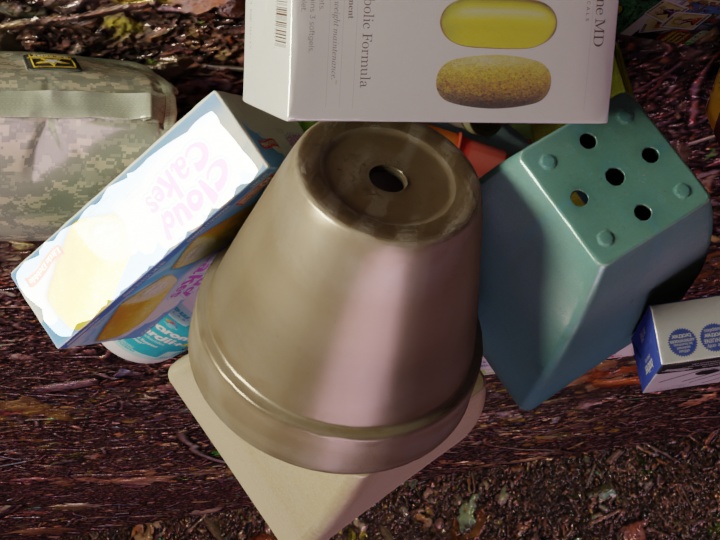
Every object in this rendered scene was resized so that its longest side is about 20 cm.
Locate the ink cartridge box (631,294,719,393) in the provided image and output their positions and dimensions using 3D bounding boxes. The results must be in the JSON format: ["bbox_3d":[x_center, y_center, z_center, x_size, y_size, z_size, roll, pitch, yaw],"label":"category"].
[{"bbox_3d":[0.290,0.040,0.882,0.199,0.044,0.094,-9,163,2],"label":"ink cartridge box"}]

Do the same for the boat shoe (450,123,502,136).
[{"bbox_3d":[0.053,-0.146,0.944,0.068,0.075,0.200,17,-179,26],"label":"boat shoe"}]

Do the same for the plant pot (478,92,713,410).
[{"bbox_3d":[0.146,-0.023,0.888,0.141,0.141,0.200,-30,164,-16],"label":"plant pot"}]

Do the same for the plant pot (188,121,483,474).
[{"bbox_3d":[0.000,0.000,0.839,0.200,0.200,0.174,1,137,-18],"label":"plant pot"}]

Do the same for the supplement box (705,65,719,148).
[{"bbox_3d":[0.358,-0.088,0.947,0.133,0.200,0.197,-18,162,1],"label":"supplement box"}]

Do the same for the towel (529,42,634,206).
[{"bbox_3d":[0.186,-0.071,1.025,0.086,0.200,0.018,-13,-168,21],"label":"towel"}]

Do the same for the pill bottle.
[{"bbox_3d":[-0.134,0.001,1.055,0.111,0.111,0.200,9,158,-36],"label":"pill bottle"}]

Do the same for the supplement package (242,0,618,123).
[{"bbox_3d":[0.040,-0.148,0.781,0.200,0.114,0.110,-2,-166,-18],"label":"supplement package"}]

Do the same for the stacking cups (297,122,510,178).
[{"bbox_3d":[0.013,-0.103,0.977,0.200,0.061,0.061,14,160,-4],"label":"stacking cups"}]

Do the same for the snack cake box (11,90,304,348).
[{"bbox_3d":[-0.129,-0.033,0.909,0.200,0.067,0.115,-39,168,17],"label":"snack cake box"}]

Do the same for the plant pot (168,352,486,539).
[{"bbox_3d":[-0.013,0.092,1.072,0.200,0.200,0.177,-33,175,-22],"label":"plant pot"}]

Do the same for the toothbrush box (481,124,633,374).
[{"bbox_3d":[0.149,-0.021,1.127,0.145,0.200,0.086,-9,164,10],"label":"toothbrush box"}]

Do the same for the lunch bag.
[{"bbox_3d":[-0.228,-0.094,0.936,0.164,0.118,0.200,0,166,-21],"label":"lunch bag"}]

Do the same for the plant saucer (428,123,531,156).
[{"bbox_3d":[0.059,-0.035,1.013,0.200,0.201,0.039,-2,161,-11],"label":"plant saucer"}]

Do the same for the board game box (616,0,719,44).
[{"bbox_3d":[0.240,-0.209,0.866,0.105,0.024,0.200,6,159,-25],"label":"board game box"}]
